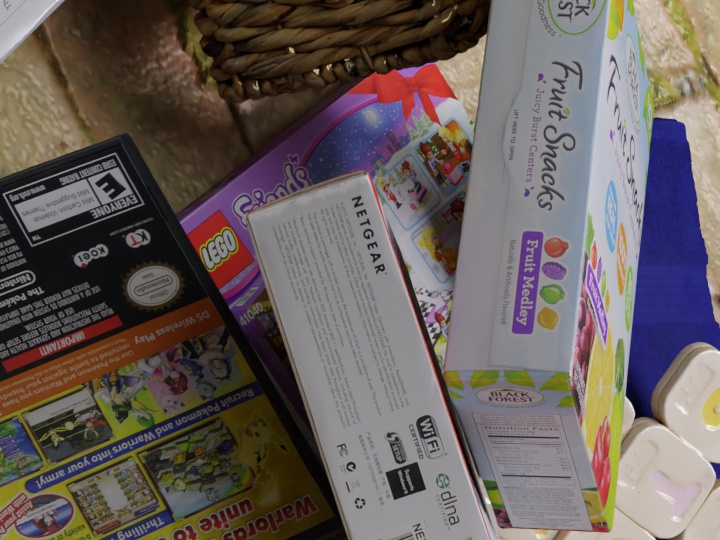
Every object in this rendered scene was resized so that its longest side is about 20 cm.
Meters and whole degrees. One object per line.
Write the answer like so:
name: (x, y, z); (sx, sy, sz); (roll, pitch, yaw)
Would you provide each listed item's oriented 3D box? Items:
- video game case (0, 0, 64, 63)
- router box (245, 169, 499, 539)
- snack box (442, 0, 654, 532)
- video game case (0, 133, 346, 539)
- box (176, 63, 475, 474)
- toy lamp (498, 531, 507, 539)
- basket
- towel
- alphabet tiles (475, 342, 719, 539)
video game case: (-0.219, -0.129, 1.016); (0.182, 0.022, 0.200); (-48, 117, -22)
router box: (0.019, 0.079, 1.043); (0.180, 0.049, 0.201); (62, 9, -78)
snack box: (0.078, -0.017, 1.080); (0.142, 0.053, 0.201); (70, 25, -60)
video game case: (-0.128, 0.058, 1.011); (0.199, 0.026, 0.181); (-23, 74, -32)
box: (0.000, 0.000, 1.207); (0.137, 0.039, 0.200); (57, 45, -7)
toy lamp: (0.084, 0.148, 1.202); (0.200, 0.058, 0.058); (35, 50, -27)
basket: (0.002, -0.182, 1.160); (0.200, 0.142, 0.150); (-64, 140, -63)
towel: (0.119, 0.028, 1.251); (0.147, 0.049, 0.201); (0, 80, -61)
alphabet tiles: (0.119, 0.134, 1.176); (0.195, 0.015, 0.200); (39, 84, -28)
